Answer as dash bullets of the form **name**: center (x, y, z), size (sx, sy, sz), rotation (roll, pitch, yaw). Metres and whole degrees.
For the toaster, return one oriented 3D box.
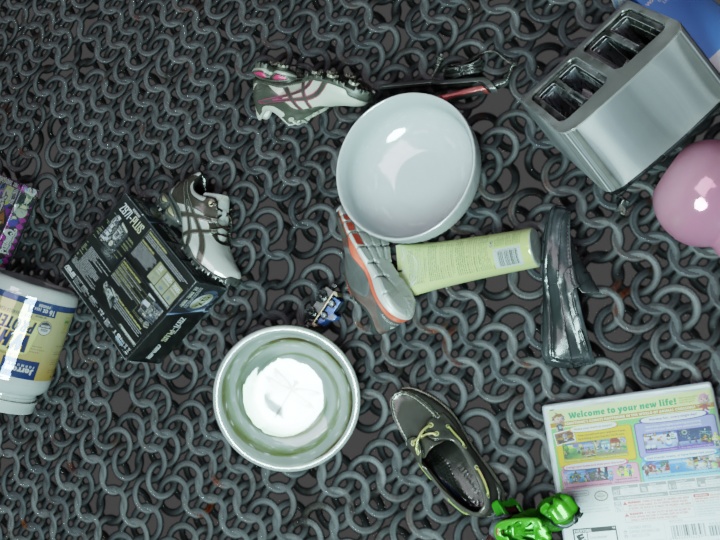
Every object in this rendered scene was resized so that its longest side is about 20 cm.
- **toaster**: center (0.304, -0.198, 1.018), size (0.181, 0.119, 0.200), rotation (-43, 28, 12)

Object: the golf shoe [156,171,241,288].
- **golf shoe**: center (-0.223, -0.064, 1.297), size (0.094, 0.078, 0.200), rotation (-42, 68, 11)

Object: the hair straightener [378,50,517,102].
- **hair straightener**: center (0.117, -0.267, 1.201), size (0.200, 0.041, 0.077), rotation (-11, 76, 22)

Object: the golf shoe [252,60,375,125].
- **golf shoe**: center (-0.069, -0.252, 1.276), size (0.200, 0.077, 0.088), rotation (15, 107, 28)

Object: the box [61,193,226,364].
- **box**: center (-0.330, 0.013, 1.324), size (0.164, 0.086, 0.200), rotation (-47, 66, 9)

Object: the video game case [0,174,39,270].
- **video game case**: center (-0.627, -0.074, 1.467), size (0.200, 0.036, 0.182), rotation (20, 87, 44)

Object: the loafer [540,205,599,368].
- **loafer**: center (0.257, 0.019, 1.074), size (0.070, 0.068, 0.201), rotation (-1, 85, 16)

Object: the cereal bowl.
- **cereal bowl**: center (0.071, -0.130, 1.173), size (0.200, 0.083, 0.201), rotation (-5, 78, 23)

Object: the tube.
- **tube**: center (0.136, -0.014, 1.146), size (0.200, 0.052, 0.058), rotation (-11, 33, 28)

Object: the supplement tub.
- **supplement tub**: center (-0.541, 0.111, 1.368), size (0.144, 0.144, 0.201), rotation (17, 88, 26)

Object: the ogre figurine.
- **ogre figurine**: center (0.180, 0.311, 1.008), size (0.098, 0.120, 0.200), rotation (35, 107, 25)

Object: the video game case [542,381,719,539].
- **video game case**: center (0.326, 0.235, 1.025), size (0.200, 0.022, 0.183), rotation (-12, 76, 23)

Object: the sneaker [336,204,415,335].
- **sneaker**: center (0.000, 0.000, 1.188), size (0.082, 0.077, 0.200), rotation (-45, 53, 34)

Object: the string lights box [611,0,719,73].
- **string lights box**: center (0.388, -0.300, 1.052), size (0.059, 0.103, 0.200), rotation (-44, 66, 12)

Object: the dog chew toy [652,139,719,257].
- **dog chew toy**: center (0.434, -0.060, 0.982), size (0.200, 0.125, 0.125), rotation (36, 96, 18)

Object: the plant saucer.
- **plant saucer**: center (-0.098, 0.170, 1.190), size (0.199, 0.050, 0.201), rotation (0, 95, 4)

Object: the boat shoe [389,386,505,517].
- **boat shoe**: center (0.103, 0.225, 1.105), size (0.072, 0.061, 0.201), rotation (-47, 66, 10)

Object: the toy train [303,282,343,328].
- **toy train**: center (-0.080, 0.107, 1.223), size (0.046, 0.034, 0.200), rotation (33, 96, 13)
